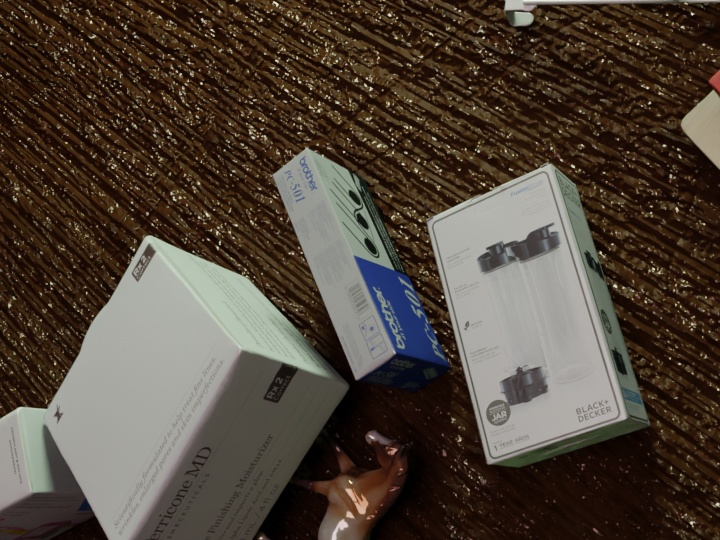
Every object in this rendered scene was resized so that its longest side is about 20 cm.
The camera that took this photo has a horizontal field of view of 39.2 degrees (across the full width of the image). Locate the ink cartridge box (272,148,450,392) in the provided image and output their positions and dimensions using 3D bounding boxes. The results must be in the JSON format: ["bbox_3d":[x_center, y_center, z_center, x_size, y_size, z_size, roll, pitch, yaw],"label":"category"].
[{"bbox_3d":[0.000,0.000,0.845,0.044,0.094,0.202,-34,63,22],"label":"ink cartridge box"}]

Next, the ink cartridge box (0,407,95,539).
[{"bbox_3d":[-0.337,0.214,0.985,0.199,0.144,0.086,-28,66,25],"label":"ink cartridge box"}]

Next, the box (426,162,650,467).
[{"bbox_3d":[0.132,0.036,0.770,0.116,0.060,0.203,-25,67,26],"label":"box"}]

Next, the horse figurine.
[{"bbox_3d":[-0.030,0.218,0.840,0.132,0.050,0.202,18,87,41],"label":"horse figurine"}]

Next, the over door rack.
[{"bbox_3d":[0.204,-0.279,0.794,0.198,0.066,0.150,3,79,34],"label":"over door rack"}]

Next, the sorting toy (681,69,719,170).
[{"bbox_3d":[0.342,-0.107,0.660,0.200,0.069,0.200,-44,59,17],"label":"sorting toy"}]

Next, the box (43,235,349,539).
[{"bbox_3d":[-0.148,0.113,0.874,0.200,0.130,0.200,41,102,45],"label":"box"}]
